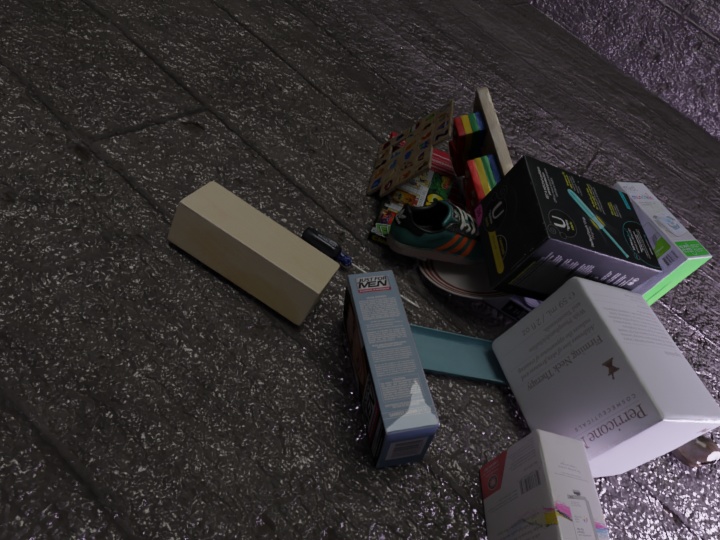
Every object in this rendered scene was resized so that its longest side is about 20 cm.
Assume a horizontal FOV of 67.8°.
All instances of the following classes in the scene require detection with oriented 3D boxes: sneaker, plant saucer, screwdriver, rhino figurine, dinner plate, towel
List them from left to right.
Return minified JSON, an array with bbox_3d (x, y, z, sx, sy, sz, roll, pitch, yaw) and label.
[{"bbox_3d":[0.000,0.000,0.767,0.199,0.028,0.029,34,12,7],"label":"screwdriver"},{"bbox_3d":[0.125,-0.178,1.021,0.144,0.023,0.201,15,46,-22],"label":"towel"},{"bbox_3d":[0.127,0.118,0.744,0.199,0.019,0.070,14,45,-22],"label":"plant saucer"},{"bbox_3d":[0.144,-0.061,0.814,0.199,0.080,0.072,2,49,-17],"label":"sneaker"},{"bbox_3d":[0.189,-0.015,0.860,0.199,0.024,0.201,-2,37,2],"label":"dinner plate"},{"bbox_3d":[0.498,0.217,0.846,0.087,0.060,0.201,2,46,-16],"label":"rhino figurine"}]

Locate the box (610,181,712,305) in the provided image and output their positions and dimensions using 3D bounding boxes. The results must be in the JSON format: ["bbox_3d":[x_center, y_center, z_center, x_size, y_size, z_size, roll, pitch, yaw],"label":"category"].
[{"bbox_3d":[0.456,-0.024,0.944,0.096,0.200,0.177,-4,52,-35],"label":"box"}]

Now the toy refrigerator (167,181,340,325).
[{"bbox_3d":[-0.134,-0.021,0.679,0.199,0.070,0.076,33,35,0],"label":"toy refrigerator"}]

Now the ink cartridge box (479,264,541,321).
[{"bbox_3d":[0.250,0.029,0.889,0.199,0.039,0.100,30,42,-2],"label":"ink cartridge box"}]

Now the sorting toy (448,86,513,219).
[{"bbox_3d":[0.209,-0.176,0.944,0.069,0.199,0.201,-15,76,5],"label":"sorting toy"}]

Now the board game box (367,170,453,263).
[{"bbox_3d":[0.088,-0.106,0.901,0.104,0.024,0.201,23,50,-1],"label":"board game box"}]

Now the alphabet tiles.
[{"bbox_3d":[0.086,-0.206,0.925,0.008,0.167,0.201,46,35,-27],"label":"alphabet tiles"}]

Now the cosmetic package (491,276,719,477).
[{"bbox_3d":[0.317,0.144,0.710,0.166,0.168,0.201,12,44,-34],"label":"cosmetic package"}]

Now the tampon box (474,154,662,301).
[{"bbox_3d":[0.288,-0.045,0.770,0.199,0.126,0.151,14,52,-21],"label":"tampon box"}]

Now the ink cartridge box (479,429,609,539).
[{"bbox_3d":[0.192,0.285,0.551,0.067,0.117,0.201,19,44,-15],"label":"ink cartridge box"}]

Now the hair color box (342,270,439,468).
[{"bbox_3d":[0.027,0.109,0.622,0.060,0.099,0.201,-5,52,-11],"label":"hair color box"}]
